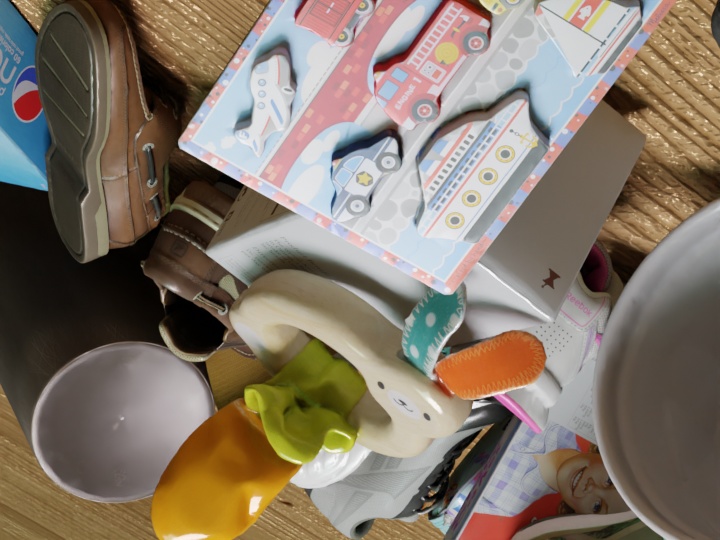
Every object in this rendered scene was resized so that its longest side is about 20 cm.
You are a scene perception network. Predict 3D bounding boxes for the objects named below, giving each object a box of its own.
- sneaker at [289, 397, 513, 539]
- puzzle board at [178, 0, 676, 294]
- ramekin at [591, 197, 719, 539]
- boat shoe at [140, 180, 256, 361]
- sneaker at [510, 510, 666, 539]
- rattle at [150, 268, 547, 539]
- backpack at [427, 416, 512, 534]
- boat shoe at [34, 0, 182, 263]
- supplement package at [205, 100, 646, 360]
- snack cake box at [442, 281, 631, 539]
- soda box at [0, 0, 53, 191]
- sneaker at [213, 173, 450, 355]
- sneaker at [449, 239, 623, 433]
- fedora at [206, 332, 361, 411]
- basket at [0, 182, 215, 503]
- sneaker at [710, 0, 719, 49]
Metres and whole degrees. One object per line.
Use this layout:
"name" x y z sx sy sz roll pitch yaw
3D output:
"sneaker" 0.038 0.110 1.472 0.200 0.074 0.079 -31 95 45
"puzzle board" 0.032 -0.094 1.048 0.151 0.017 0.200 29 118 -14
"ramekin" 0.227 0.063 1.176 0.200 0.200 0.105 6 163 38
"boat shoe" -0.092 0.017 1.383 0.075 0.075 0.202 29 164 19
"sneaker" 0.158 0.163 1.270 0.200 0.089 0.077 -23 99 25
"rattle" -0.016 0.075 1.179 0.200 0.143 0.130 11 127 54
"backpack" 0.135 0.157 1.523 0.151 0.178 0.200 41 162 10
"boat shoe" -0.142 -0.090 1.354 0.072 0.068 0.200 56 155 27
"supplement package" 0.030 -0.038 1.214 0.117 0.117 0.200 38 156 -18
"snack cake box" 0.138 0.116 1.361 0.115 0.200 0.067 29 -169 0
"soda box" -0.233 -0.125 1.357 0.068 0.064 0.200 11 156 27
"sneaker" 0.000 0.000 1.439 0.200 0.074 0.088 33 170 4
"sneaker" 0.101 0.012 1.276 0.081 0.088 0.200 40 -166 -15
"fedora" -0.038 0.059 1.535 0.082 0.201 0.201 63 157 4
"basket" -0.168 0.047 1.483 0.180 0.136 0.200 37 -169 -28
"sneaker" 0.221 -0.052 1.036 0.200 0.091 0.076 37 157 -31
